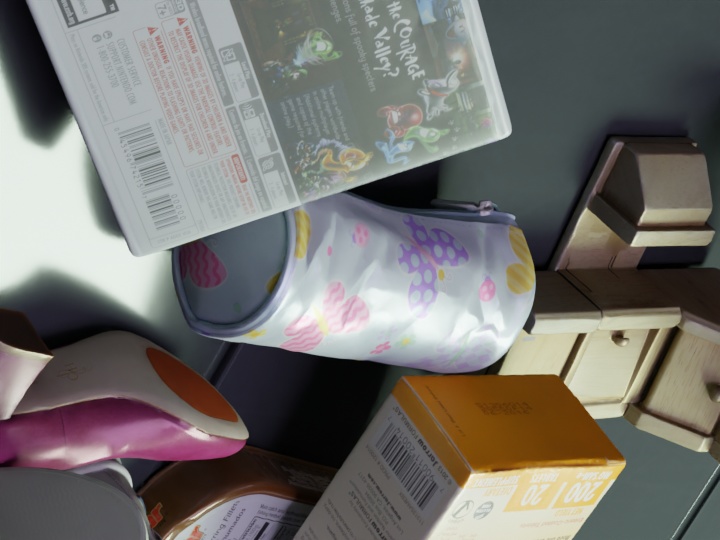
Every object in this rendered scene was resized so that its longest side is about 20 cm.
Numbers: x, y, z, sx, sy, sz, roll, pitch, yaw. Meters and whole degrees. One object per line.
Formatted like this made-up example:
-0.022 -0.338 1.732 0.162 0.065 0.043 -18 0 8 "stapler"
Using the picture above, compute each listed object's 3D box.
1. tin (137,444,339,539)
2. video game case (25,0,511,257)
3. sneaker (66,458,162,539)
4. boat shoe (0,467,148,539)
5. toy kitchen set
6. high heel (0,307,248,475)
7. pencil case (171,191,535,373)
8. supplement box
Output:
-0.055 0.154 1.436 0.200 0.042 0.112 19 105 -51 "tin"
-0.042 -0.108 1.127 0.181 0.023 0.201 -18 132 1 "video game case"
-0.184 0.162 1.275 0.200 0.082 0.075 -38 143 -12 "sneaker"
-0.194 0.141 1.221 0.199 0.070 0.072 -10 156 0 "boat shoe"
0.190 0.042 1.455 0.199 0.180 0.164 -1 124 -43 "toy kitchen set"
-0.142 0.077 1.263 0.199 0.068 0.096 24 113 -45 "high heel"
0.000 0.000 1.306 0.199 0.083 0.091 8 125 -47 "pencil case"
0.034 0.151 1.408 0.126 0.074 0.201 1 131 -45 "supplement box"
